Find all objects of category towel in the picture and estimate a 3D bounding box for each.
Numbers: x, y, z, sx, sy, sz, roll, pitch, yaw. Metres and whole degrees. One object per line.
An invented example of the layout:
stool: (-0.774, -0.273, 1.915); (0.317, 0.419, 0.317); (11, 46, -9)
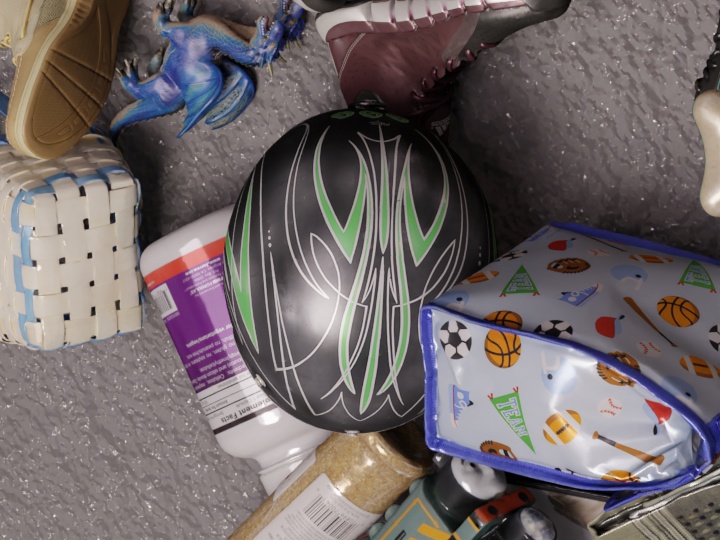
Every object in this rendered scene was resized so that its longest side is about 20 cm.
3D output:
towel: (0.266, 0.159, 1.456); (0.193, 0.200, 0.035); (-26, 49, 20)

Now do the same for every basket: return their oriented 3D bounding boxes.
basket: (-0.241, -0.028, 1.731); (0.200, 0.139, 0.176); (28, 125, 49)

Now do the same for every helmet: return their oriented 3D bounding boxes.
helmet: (0.000, 0.000, 1.519); (0.200, 0.191, 0.200); (-2, 118, -4)

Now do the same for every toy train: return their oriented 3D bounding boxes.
toy train: (0.050, 0.204, 1.538); (0.114, 0.085, 0.200); (51, 130, 17)

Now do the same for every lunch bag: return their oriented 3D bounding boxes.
lunch bag: (0.163, 0.061, 1.431); (0.200, 0.170, 0.124); (11, 119, 32)

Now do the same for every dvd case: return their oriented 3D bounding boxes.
dvd case: (0.161, 0.179, 1.561); (0.200, 0.018, 0.143); (9, 149, 27)

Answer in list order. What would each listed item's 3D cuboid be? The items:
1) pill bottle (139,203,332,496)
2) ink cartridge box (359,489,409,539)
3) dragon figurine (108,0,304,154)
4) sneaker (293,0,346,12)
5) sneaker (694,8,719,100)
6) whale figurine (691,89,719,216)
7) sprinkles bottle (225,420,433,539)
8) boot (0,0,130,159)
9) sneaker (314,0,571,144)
pill bottle: (-0.071, 0.055, 1.662); (0.112, 0.112, 0.200); (-26, 88, 30)
ink cartridge box: (0.039, 0.271, 1.660); (0.200, 0.088, 0.145); (48, 117, 11)
dragon figurine: (-0.118, -0.133, 1.680); (0.099, 0.059, 0.200); (44, 118, 14)
sneaker: (-0.084, -0.241, 1.621); (0.108, 0.067, 0.201); (-36, 67, 31)
sneaker: (0.246, -0.130, 1.471); (0.079, 0.075, 0.200); (-6, 97, 32)
whale figurine: (0.293, -0.080, 1.407); (0.200, 0.104, 0.159); (-8, 96, -8)
sprinkles bottle: (-0.037, 0.175, 1.598); (0.200, 0.068, 0.068); (-45, 78, 22)
boot: (-0.257, -0.170, 1.702); (0.155, 0.073, 0.200); (1, 66, 30)
sneaker: (0.066, -0.139, 1.578); (0.200, 0.076, 0.116); (-2, 104, 40)
